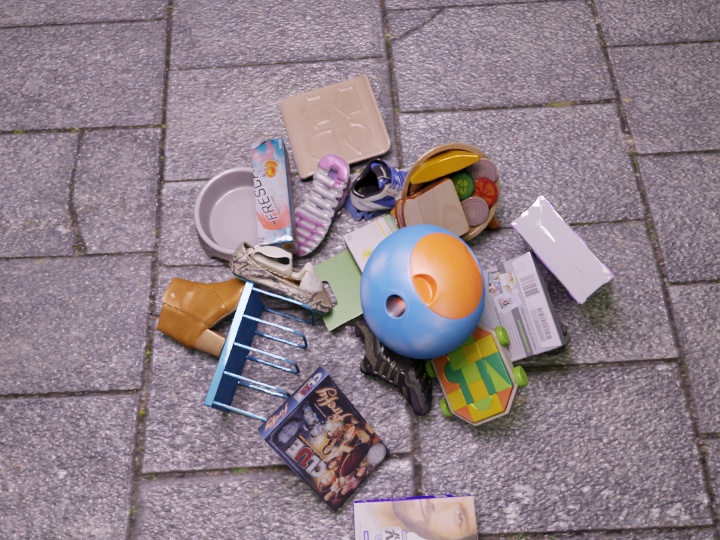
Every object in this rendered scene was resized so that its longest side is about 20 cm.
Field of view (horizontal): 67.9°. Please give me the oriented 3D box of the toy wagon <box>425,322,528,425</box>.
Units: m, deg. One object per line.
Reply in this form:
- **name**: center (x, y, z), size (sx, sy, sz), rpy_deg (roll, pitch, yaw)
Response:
- **toy wagon**: center (0.179, 0.148, 0.893), size (0.153, 0.039, 0.205), rpy_deg (-30, 73, 28)

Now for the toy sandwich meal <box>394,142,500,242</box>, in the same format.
- **toy sandwich meal**: center (0.155, -0.120, 0.931), size (0.198, 0.071, 0.211), rpy_deg (-2, 115, -5)

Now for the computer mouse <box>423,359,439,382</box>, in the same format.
- **computer mouse**: center (0.118, 0.111, 0.975), size (0.057, 0.034, 0.205), rpy_deg (-22, 79, 2)

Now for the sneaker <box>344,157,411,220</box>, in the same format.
- **sneaker**: center (0.064, -0.161, 1.017), size (0.193, 0.116, 0.083), rpy_deg (-15, 72, -4)

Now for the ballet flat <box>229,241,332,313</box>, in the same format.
- **ballet flat**: center (-0.125, 0.007, 0.914), size (0.196, 0.068, 0.076), rpy_deg (25, 116, -11)

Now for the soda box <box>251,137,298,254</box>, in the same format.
- **soda box**: center (-0.156, -0.131, 0.971), size (0.061, 0.069, 0.206), rpy_deg (-9, 72, 1)

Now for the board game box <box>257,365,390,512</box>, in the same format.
- **board game box**: center (-0.053, 0.272, 0.853), size (0.135, 0.034, 0.202), rpy_deg (-43, 118, -13)

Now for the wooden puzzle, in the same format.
- **wooden puzzle**: center (-0.053, -0.292, 1.102), size (0.194, 0.046, 0.190), rpy_deg (-18, 72, 0)

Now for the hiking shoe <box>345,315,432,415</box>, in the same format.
- **hiking shoe**: center (0.053, 0.166, 0.938), size (0.099, 0.075, 0.204), rpy_deg (-32, 76, 21)

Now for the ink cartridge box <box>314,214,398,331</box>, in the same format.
- **ink cartridge box**: center (0.000, 0.000, 0.980), size (0.196, 0.048, 0.147), rpy_deg (-25, 56, -8)

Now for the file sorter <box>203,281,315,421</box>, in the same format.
- **file sorter**: center (-0.161, 0.149, 0.908), size (0.119, 0.139, 0.205), rpy_deg (15, 72, 2)

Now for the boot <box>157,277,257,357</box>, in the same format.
- **boot**: center (-0.273, 0.040, 0.966), size (0.141, 0.071, 0.205), rpy_deg (25, 80, 5)

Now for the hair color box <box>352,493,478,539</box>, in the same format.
- **hair color box**: center (0.087, 0.422, 0.852), size (0.193, 0.065, 0.113), rpy_deg (-3, 71, -2)

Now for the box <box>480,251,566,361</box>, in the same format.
- **box**: center (0.227, 0.080, 0.912), size (0.197, 0.041, 0.160), rpy_deg (-25, 75, 30)

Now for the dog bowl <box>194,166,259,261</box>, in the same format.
- **dog bowl**: center (-0.229, -0.107, 1.033), size (0.193, 0.059, 0.206), rpy_deg (0, 71, 0)

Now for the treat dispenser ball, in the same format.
- **treat dispenser ball**: center (0.095, 0.033, 0.834), size (0.194, 0.202, 0.207), rpy_deg (0, 71, 1)

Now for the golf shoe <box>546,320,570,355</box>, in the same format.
- **golf shoe**: center (0.275, 0.099, 0.958), size (0.196, 0.094, 0.080), rpy_deg (20, 102, 31)

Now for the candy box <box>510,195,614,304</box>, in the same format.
- **candy box**: center (0.351, -0.034, 0.925), size (0.071, 0.199, 0.169), rpy_deg (-42, 74, 18)

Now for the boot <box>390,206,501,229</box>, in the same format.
- **boot**: center (0.161, -0.100, 1.020), size (0.199, 0.071, 0.145), rpy_deg (35, 107, -24)

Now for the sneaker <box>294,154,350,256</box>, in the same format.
- **sneaker**: center (-0.073, -0.118, 1.028), size (0.079, 0.088, 0.204), rpy_deg (30, 96, 11)
